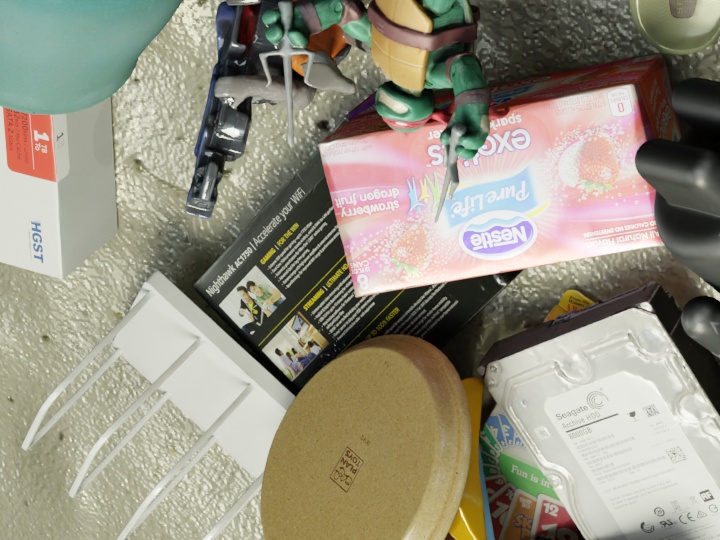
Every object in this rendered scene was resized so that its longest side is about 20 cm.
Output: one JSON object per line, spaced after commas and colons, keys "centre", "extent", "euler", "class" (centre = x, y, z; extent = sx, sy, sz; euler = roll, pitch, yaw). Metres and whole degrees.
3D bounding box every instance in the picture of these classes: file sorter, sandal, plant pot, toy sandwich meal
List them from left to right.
{"centre": [-0.189, -0.204, 1.711], "extent": [0.200, 0.200, 0.188], "euler": [32, 144, 11], "class": "plant pot"}
{"centre": [-0.116, 0.128, 1.865], "extent": [0.200, 0.125, 0.139], "euler": [43, 155, 3], "class": "file sorter"}
{"centre": [0.016, 0.141, 1.742], "extent": [0.070, 0.206, 0.205], "euler": [24, 143, -39], "class": "toy sandwich meal"}
{"centre": [0.182, -0.209, 1.551], "extent": [0.080, 0.057, 0.201], "euler": [-1, 120, 14], "class": "sandal"}

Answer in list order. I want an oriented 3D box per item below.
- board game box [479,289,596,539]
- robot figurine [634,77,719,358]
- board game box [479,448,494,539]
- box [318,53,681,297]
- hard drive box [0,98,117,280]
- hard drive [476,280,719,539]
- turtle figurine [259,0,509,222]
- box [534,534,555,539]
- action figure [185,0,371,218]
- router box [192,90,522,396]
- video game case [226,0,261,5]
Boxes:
{"centre": [0.132, 0.108, 1.800], "extent": [0.095, 0.030, 0.200], "euler": [34, 127, 9], "class": "board game box"}
{"centre": [0.249, -0.029, 1.555], "extent": [0.150, 0.125, 0.200], "euler": [-37, 123, 26], "class": "robot figurine"}
{"centre": [0.028, 0.213, 1.837], "extent": [0.040, 0.153, 0.200], "euler": [11, 137, -21], "class": "board game box"}
{"centre": [0.089, -0.056, 1.646], "extent": [0.199, 0.095, 0.103], "euler": [-9, 102, 20], "class": "box"}
{"centre": [-0.271, -0.099, 1.885], "extent": [0.199, 0.077, 0.156], "euler": [14, 124, 23], "class": "hard drive box"}
{"centre": [0.181, 0.113, 1.735], "extent": [0.139, 0.038, 0.200], "euler": [-22, 107, 35], "class": "hard drive"}
{"centre": [0.021, -0.135, 1.544], "extent": [0.149, 0.101, 0.200], "euler": [19, 128, 21], "class": "turtle figurine"}
{"centre": [0.177, 0.280, 1.768], "extent": [0.200, 0.086, 0.164], "euler": [51, 167, -15], "class": "box"}
{"centre": [-0.036, -0.121, 1.683], "extent": [0.104, 0.201, 0.193], "euler": [17, 170, -21], "class": "action figure"}
{"centre": [0.000, 0.000, 1.796], "extent": [0.149, 0.051, 0.200], "euler": [46, 130, 2], "class": "router box"}
{"centre": [-0.058, -0.273, 1.576], "extent": [0.025, 0.200, 0.181], "euler": [-3, 116, 15], "class": "video game case"}
